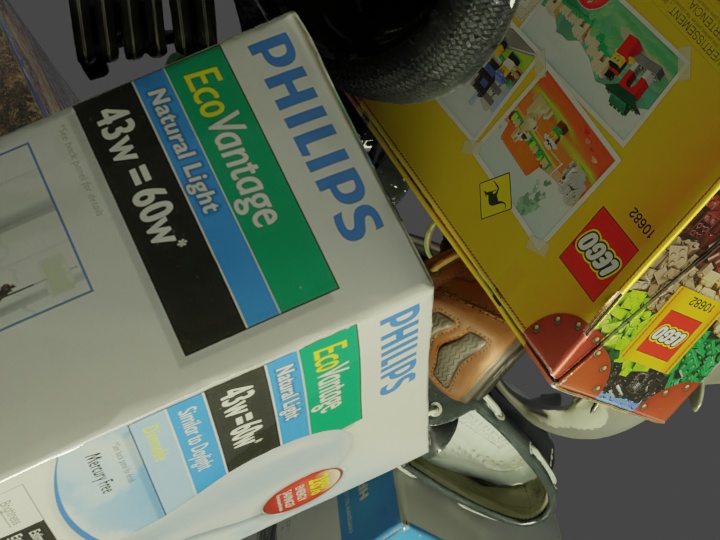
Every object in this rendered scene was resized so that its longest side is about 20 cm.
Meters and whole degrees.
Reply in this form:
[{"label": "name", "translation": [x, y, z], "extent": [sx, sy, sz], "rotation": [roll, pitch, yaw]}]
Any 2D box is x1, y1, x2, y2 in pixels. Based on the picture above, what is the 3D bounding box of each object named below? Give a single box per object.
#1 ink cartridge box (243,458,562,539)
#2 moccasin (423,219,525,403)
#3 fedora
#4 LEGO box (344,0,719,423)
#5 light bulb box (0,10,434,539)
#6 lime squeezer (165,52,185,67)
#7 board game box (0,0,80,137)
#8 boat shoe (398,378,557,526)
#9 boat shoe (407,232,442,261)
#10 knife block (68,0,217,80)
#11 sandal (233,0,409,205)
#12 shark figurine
[{"label": "ink cartridge box", "translation": [0.003, 0.194, 1.154], "extent": [0.146, 0.086, 0.200], "rotation": [32, 125, -33]}, {"label": "moccasin", "translation": [0.067, -0.007, 0.903], "extent": [0.078, 0.201, 0.074], "rotation": [44, 128, 6]}, {"label": "fedora", "translation": [0.028, -0.168, 0.752], "extent": [0.091, 0.201, 0.201], "rotation": [-14, 147, -42]}, {"label": "LEGO box", "translation": [0.097, -0.065, 0.790], "extent": [0.077, 0.200, 0.149], "rotation": [20, 118, -44]}, {"label": "light bulb box", "translation": [-0.084, 0.031, 0.759], "extent": [0.199, 0.125, 0.198], "rotation": [-24, 159, -7]}, {"label": "lime squeezer", "translation": [-0.080, -0.069, 0.867], "extent": [0.038, 0.071, 0.200], "rotation": [42, 168, -2]}, {"label": "board game box", "translation": [-0.188, -0.024, 0.817], "extent": [0.159, 0.097, 0.200], "rotation": [-27, 159, -1]}, {"label": "boat shoe", "translation": [0.039, 0.076, 1.054], "extent": [0.200, 0.060, 0.076], "rotation": [29, 123, -33]}, {"label": "boat shoe", "translation": [0.000, 0.000, 0.948], "extent": [0.199, 0.067, 0.057], "rotation": [13, 154, -41]}, {"label": "knife block", "translation": [-0.094, -0.180, 0.782], "extent": [0.064, 0.176, 0.201], "rotation": [-5, 92, -5]}, {"label": "sandal", "translation": [-0.021, -0.087, 0.886], "extent": [0.075, 0.048, 0.201], "rotation": [-12, 137, 6]}, {"label": "shark figurine", "translation": [0.149, 0.048, 0.990], "extent": [0.089, 0.129, 0.215], "rotation": [8, 141, -28]}]
